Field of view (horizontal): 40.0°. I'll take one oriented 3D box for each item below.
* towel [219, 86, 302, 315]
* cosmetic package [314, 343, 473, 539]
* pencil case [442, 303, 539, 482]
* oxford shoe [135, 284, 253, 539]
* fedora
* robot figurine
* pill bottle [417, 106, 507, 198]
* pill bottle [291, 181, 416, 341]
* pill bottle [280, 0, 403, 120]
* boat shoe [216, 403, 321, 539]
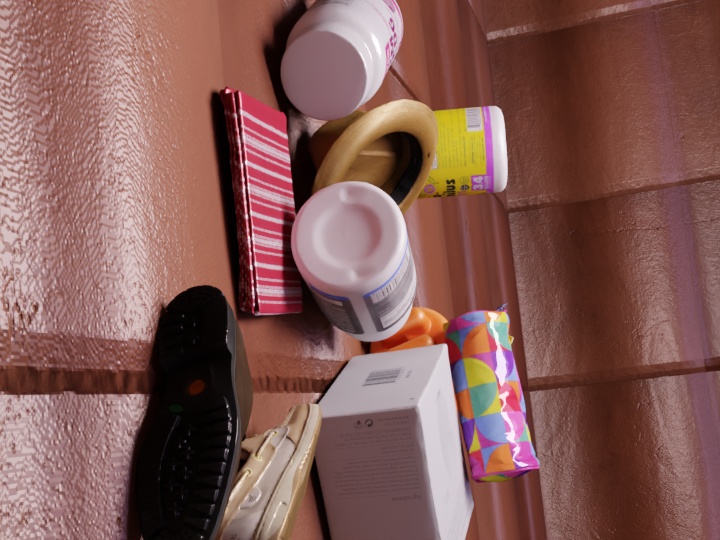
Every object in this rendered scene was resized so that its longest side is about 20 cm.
[{"bbox_3d":[-0.089,-0.060,0.922,0.144,0.022,0.204,4,80,-76],"label":"towel"},{"bbox_3d":[0.039,0.211,1.059,0.199,0.121,0.204,-44,123,-72],"label":"cosmetic package"},{"bbox_3d":[0.153,0.142,1.151,0.088,0.087,0.204,39,42,-67],"label":"pencil case"},{"bbox_3d":[-0.104,0.115,0.691,0.085,0.071,0.203,66,23,-49],"label":"oxford shoe"},{"bbox_3d":[0.000,-0.120,1.100,0.201,0.082,0.201,-48,151,-6],"label":"fedora"},{"bbox_3d":[0.080,0.125,1.262,0.118,0.142,0.201,-56,150,-14],"label":"robot figurine"},{"bbox_3d":[0.078,-0.141,1.213,0.104,0.196,0.107,-4,90,-85],"label":"pill bottle"},{"bbox_3d":[0.000,0.000,1.015,0.200,0.111,0.116,70,16,-69],"label":"pill bottle"},{"bbox_3d":[-0.020,-0.245,1.092,0.201,0.111,0.115,-69,147,-59],"label":"pill bottle"},{"bbox_3d":[-0.076,0.159,0.770,0.200,0.068,0.075,-68,171,-69],"label":"boat shoe"}]
